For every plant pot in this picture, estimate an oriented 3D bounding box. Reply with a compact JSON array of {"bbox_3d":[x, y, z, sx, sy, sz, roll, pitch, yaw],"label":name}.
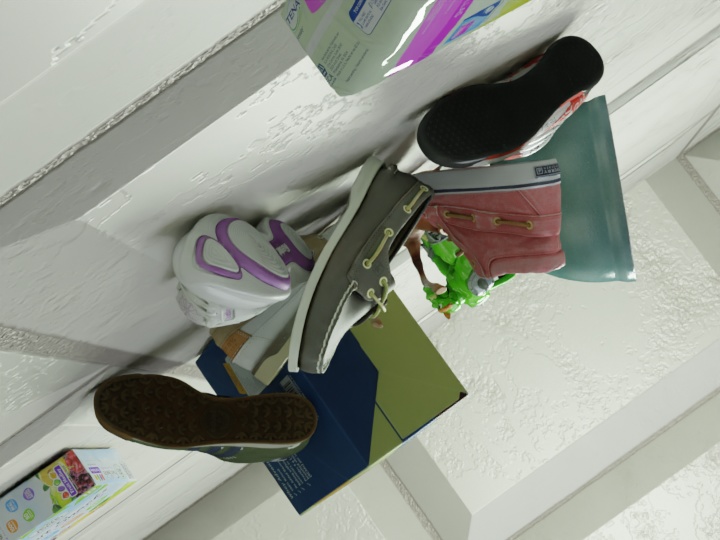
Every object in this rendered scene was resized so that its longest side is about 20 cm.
[{"bbox_3d":[0.212,-0.077,1.387,0.134,0.200,0.200,-9,176,11],"label":"plant pot"}]

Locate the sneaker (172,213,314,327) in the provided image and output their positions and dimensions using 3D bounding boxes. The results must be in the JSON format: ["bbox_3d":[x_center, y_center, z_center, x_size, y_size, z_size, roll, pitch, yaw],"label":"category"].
[{"bbox_3d":[-0.095,0.012,0.937,0.100,0.075,0.200,-38,172,11],"label":"sneaker"}]

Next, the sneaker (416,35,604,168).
[{"bbox_3d":[0.112,-0.116,1.083,0.201,0.067,0.108,-34,170,-31],"label":"sneaker"}]

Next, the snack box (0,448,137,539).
[{"bbox_3d":[-0.336,0.255,1.428,0.142,0.053,0.200,-36,172,-3],"label":"snack box"}]

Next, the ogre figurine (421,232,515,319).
[{"bbox_3d":[0.101,-0.018,1.420,0.098,0.120,0.200,-32,171,-21],"label":"ogre figurine"}]

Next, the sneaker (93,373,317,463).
[{"bbox_3d":[-0.143,0.146,1.197,0.200,0.067,0.090,6,154,-6],"label":"sneaker"}]

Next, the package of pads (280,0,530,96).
[{"bbox_3d":[0.072,-0.174,0.586,0.200,0.068,0.155,-33,173,-26],"label":"package of pads"}]

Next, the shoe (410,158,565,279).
[{"bbox_3d":[0.087,-0.039,1.079,0.071,0.091,0.200,-11,-173,-40],"label":"shoe"}]

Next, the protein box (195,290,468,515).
[{"bbox_3d":[-0.035,0.107,1.293,0.135,0.199,0.200,-31,172,-30],"label":"protein box"}]

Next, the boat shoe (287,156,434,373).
[{"bbox_3d":[0.000,-0.002,0.995,0.072,0.060,0.202,103,9,-55],"label":"boat shoe"}]

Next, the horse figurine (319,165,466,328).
[{"bbox_3d":[0.012,-0.013,1.170,0.200,0.133,0.050,-31,141,0],"label":"horse figurine"}]

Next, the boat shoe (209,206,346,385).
[{"bbox_3d":[-0.050,0.000,1.082,0.200,0.068,0.075,-55,180,-37],"label":"boat shoe"}]
